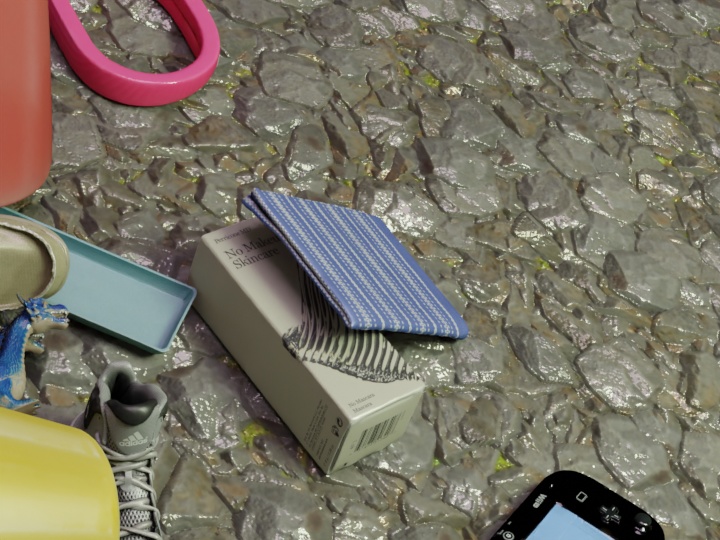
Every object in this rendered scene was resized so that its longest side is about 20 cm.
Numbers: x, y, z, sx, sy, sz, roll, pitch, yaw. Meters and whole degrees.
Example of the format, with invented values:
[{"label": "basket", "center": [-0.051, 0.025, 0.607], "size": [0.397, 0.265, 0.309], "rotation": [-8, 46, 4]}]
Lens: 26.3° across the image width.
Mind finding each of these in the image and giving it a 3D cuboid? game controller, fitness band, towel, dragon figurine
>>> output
[{"label": "game controller", "center": [0.140, 0.220, 1.110], "size": [0.104, 0.042, 0.200], "rotation": [37, 44, 15]}, {"label": "fitness band", "center": [-0.209, -0.225, 1.406], "size": [0.142, 0.038, 0.201], "rotation": [-11, 52, -31]}, {"label": "towel", "center": [0.000, 0.000, 1.219], "size": [0.145, 0.024, 0.199], "rotation": [50, 19, 23]}, {"label": "dragon figurine", "center": [-0.285, 0.076, 1.057], "size": [0.198, 0.059, 0.100], "rotation": [-14, 54, -34]}]

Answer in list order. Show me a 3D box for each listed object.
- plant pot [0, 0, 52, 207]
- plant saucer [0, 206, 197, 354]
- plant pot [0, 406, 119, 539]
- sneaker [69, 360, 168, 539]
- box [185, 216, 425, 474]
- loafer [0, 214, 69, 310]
[{"label": "plant pot", "center": [-0.319, -0.167, 1.165], "size": [0.198, 0.179, 0.201], "rotation": [12, 28, -7]}, {"label": "plant saucer", "center": [-0.228, 0.004, 1.180], "size": [0.198, 0.019, 0.070], "rotation": [22, 48, 1]}, {"label": "plant pot", "center": [-0.254, 0.153, 0.910], "size": [0.187, 0.201, 0.202], "rotation": [7, 43, -37]}, {"label": "sneaker", "center": [-0.158, 0.143, 1.003], "size": [0.074, 0.116, 0.201], "rotation": [2, 46, -21]}, {"label": "box", "center": [-0.046, 0.052, 1.177], "size": [0.082, 0.069, 0.200], "rotation": [-22, 59, -37]}, {"label": "loafer", "center": [-0.309, 0.000, 1.102], "size": [0.198, 0.077, 0.068], "rotation": [0, 14, -10]}]
